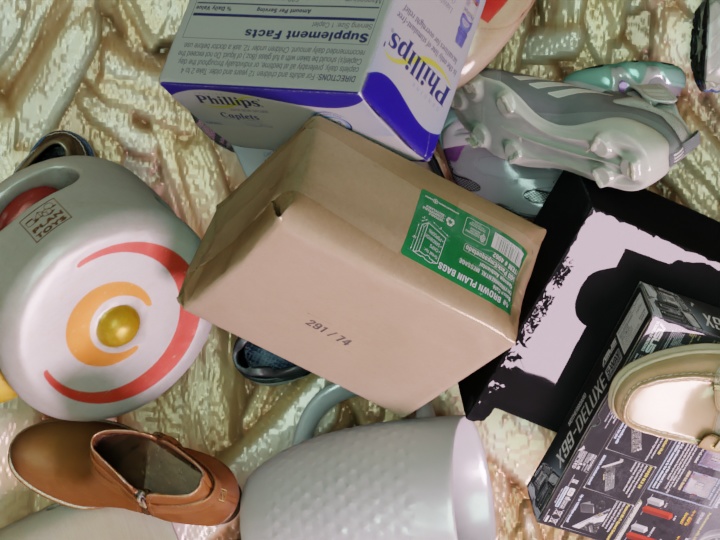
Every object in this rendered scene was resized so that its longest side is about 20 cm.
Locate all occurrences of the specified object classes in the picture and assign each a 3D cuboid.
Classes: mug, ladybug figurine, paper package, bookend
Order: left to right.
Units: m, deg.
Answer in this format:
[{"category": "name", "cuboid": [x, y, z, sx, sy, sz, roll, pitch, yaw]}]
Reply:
[{"category": "paper package", "cuboid": [0.000, 0.000, 1.531, 0.200, 0.191, 0.104, 27, 60, -15]}, {"category": "mug", "cuboid": [0.004, 0.170, 1.640, 0.175, 0.148, 0.200, -7, 58, 15]}, {"category": "ladybug figurine", "cuboid": [0.079, -0.218, 1.623, 0.072, 0.136, 0.200, 44, 52, -23]}, {"category": "bookend", "cuboid": [0.208, 0.047, 1.629, 0.200, 0.092, 0.199, 22, 114, -15]}]

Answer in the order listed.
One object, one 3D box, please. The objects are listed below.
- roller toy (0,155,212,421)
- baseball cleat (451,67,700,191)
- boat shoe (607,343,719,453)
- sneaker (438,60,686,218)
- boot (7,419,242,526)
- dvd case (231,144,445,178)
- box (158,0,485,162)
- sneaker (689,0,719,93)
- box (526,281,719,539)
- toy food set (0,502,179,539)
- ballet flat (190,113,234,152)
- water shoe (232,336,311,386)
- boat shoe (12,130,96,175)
[{"category": "roller toy", "cuboid": [-0.211, 0.016, 1.615, 0.200, 0.140, 0.183, 6, 112, -36]}, {"category": "baseball cleat", "cuboid": [0.163, -0.113, 1.590, 0.200, 0.106, 0.070, 28, 133, 36]}, {"category": "boat shoe", "cuboid": [0.280, 0.101, 1.514, 0.200, 0.069, 0.074, 2, 119, -8]}, {"category": "sneaker", "cuboid": [0.168, -0.083, 1.659, 0.200, 0.078, 0.140, -13, 89, 14]}, {"category": "boot", "cuboid": [-0.189, 0.144, 1.602, 0.200, 0.155, 0.074, 9, 79, 9]}, {"category": "dvd case", "cuboid": [-0.025, -0.101, 1.653, 0.143, 0.018, 0.200, -24, 97, 7]}, {"category": "box", "cuboid": [-0.018, -0.192, 1.533, 0.184, 0.105, 0.200, 7, 68, 35]}, {"category": "sneaker", "cuboid": [0.309, -0.238, 1.654, 0.085, 0.077, 0.200, 4, 96, -4]}, {"category": "box", "cuboid": [0.240, 0.122, 1.592, 0.158, 0.050, 0.200, 18, 116, -16]}, {"category": "toy food set", "cuboid": [-0.194, 0.270, 1.693, 0.143, 0.060, 0.200, -24, 78, 4]}, {"category": "ballet flat", "cuboid": [-0.045, -0.169, 1.686, 0.200, 0.069, 0.071, -40, 103, 5]}, {"category": "water shoe", "cuboid": [-0.006, 0.039, 1.664, 0.200, 0.079, 0.072, -28, 86, 4]}, {"category": "boat shoe", "cuboid": [-0.283, -0.025, 1.694, 0.072, 0.072, 0.200, 25, 91, 6]}]
